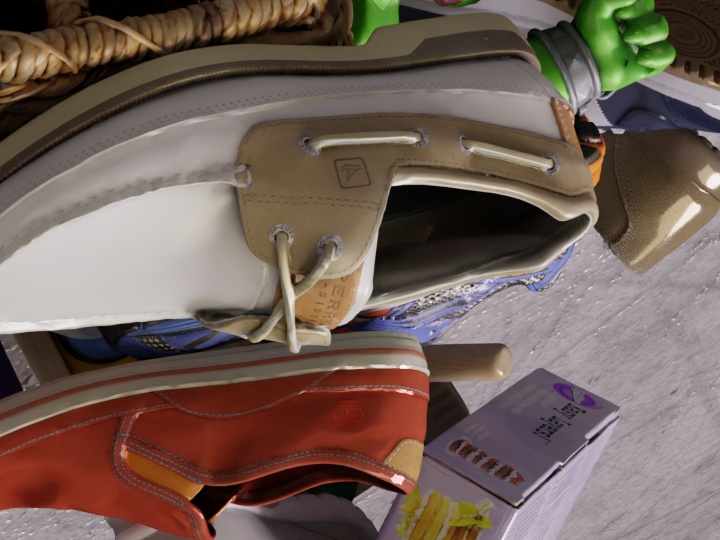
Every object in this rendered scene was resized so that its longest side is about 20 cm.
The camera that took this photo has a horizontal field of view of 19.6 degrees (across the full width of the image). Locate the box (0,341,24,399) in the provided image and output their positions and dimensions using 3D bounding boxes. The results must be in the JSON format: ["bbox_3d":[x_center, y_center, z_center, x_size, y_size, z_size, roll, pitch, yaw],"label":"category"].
[{"bbox_3d":[-0.220,0.009,0.765,0.079,0.141,0.200,-38,154,11],"label":"box"}]

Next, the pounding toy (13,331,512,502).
[{"bbox_3d":[-0.044,0.037,0.940,0.184,0.200,0.142,-33,153,1],"label":"pounding toy"}]

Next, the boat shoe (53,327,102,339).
[{"bbox_3d":[-0.094,-0.041,0.817,0.072,0.062,0.200,21,144,-9],"label":"boat shoe"}]

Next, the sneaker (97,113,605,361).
[{"bbox_3d":[0.000,0.000,0.774,0.199,0.075,0.079,-15,130,-12],"label":"sneaker"}]

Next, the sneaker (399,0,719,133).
[{"bbox_3d":[0.069,-0.072,0.836,0.070,0.199,0.109,-66,175,-54],"label":"sneaker"}]

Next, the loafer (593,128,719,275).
[{"bbox_3d":[0.071,-0.061,0.909,0.076,0.200,0.068,34,87,-48],"label":"loafer"}]

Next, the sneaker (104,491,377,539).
[{"bbox_3d":[-0.042,0.138,0.865,0.074,0.082,0.200,-25,156,18],"label":"sneaker"}]

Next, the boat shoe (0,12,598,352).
[{"bbox_3d":[-0.019,-0.017,0.572,0.199,0.069,0.075,-19,152,-28],"label":"boat shoe"}]

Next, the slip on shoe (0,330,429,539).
[{"bbox_3d":[-0.071,0.068,0.753,0.199,0.062,0.074,-10,165,4],"label":"slip on shoe"}]

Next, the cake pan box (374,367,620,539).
[{"bbox_3d":[0.037,0.144,0.908,0.185,0.052,0.200,-63,166,17],"label":"cake pan box"}]

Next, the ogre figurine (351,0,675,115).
[{"bbox_3d":[0.003,-0.114,0.732,0.120,0.098,0.200,-45,113,-7],"label":"ogre figurine"}]

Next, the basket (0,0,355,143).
[{"bbox_3d":[-0.090,-0.123,0.616,0.142,0.201,0.149,-30,153,-3],"label":"basket"}]
